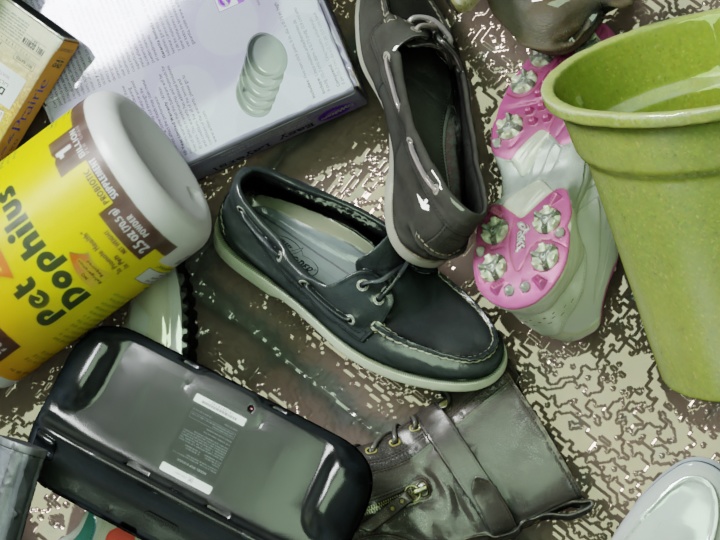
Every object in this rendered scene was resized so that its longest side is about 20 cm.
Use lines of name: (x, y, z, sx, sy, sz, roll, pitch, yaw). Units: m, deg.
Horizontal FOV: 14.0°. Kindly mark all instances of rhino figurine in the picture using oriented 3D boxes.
rhino figurine: (0.088, -0.206, 1.737, 0.087, 0.060, 0.200, -36, 61, -4)

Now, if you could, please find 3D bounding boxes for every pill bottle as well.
pill bottle: (-0.192, -0.007, 1.693, 0.200, 0.109, 0.110, -36, 79, 12)

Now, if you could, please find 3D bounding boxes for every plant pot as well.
plant pot: (0.215, -0.034, 1.636, 0.199, 0.201, 0.185, -10, 108, 6)

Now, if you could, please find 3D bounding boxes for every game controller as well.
game controller: (-0.093, 0.111, 1.673, 0.199, 0.042, 0.105, 27, 79, 14)

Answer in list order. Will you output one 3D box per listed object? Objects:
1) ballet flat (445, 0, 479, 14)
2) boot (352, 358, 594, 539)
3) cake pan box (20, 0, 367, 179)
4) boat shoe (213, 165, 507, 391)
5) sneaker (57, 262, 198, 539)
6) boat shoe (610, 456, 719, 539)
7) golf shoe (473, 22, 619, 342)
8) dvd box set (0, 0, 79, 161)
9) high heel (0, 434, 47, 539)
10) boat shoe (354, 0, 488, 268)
ballet flat: (0.045, -0.240, 1.698, 0.057, 0.067, 0.201, -15, 64, 8)
boot: (0.019, 0.106, 1.717, 0.174, 0.069, 0.200, -38, 80, -6)
cake pan box: (-0.115, -0.157, 1.767, 0.183, 0.052, 0.201, -25, 80, 5)
boat shoe: (0.001, -0.002, 1.709, 0.199, 0.066, 0.074, 35, 54, 21)
sneaker: (-0.145, 0.078, 1.731, 0.093, 0.070, 0.201, -1, 85, 1)
boat shoe: (0.158, 0.197, 1.672, 0.073, 0.067, 0.201, 25, 87, 20)
golf shoe: (0.121, -0.050, 1.721, 0.075, 0.092, 0.201, -3, 59, 35)
dvd box set: (-0.277, -0.093, 1.767, 0.146, 0.029, 0.201, 35, 99, 19)
high heel: (-0.269, 0.151, 1.711, 0.199, 0.071, 0.143, 14, 86, 45)
boat shoe: (0.042, -0.099, 1.711, 0.057, 0.067, 0.201, -37, 51, 44)
